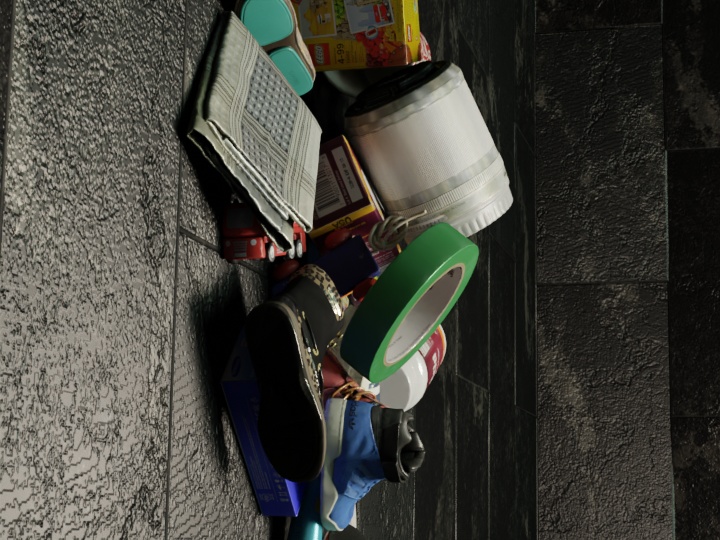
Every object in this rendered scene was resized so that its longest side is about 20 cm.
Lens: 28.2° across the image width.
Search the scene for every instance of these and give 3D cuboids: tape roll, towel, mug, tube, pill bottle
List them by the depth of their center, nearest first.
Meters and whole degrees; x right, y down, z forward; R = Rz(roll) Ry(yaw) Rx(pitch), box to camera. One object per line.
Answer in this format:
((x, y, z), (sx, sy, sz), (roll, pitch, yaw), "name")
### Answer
((-0.102, -0.146, 1.492), (0.193, 0.034, 0.201), (53, 33, -38), "towel")
((-0.066, 0.313, 1.624), (0.077, 0.050, 0.201), (147, -47, -62), "tube")
((0.058, 0.038, 1.661), (0.201, 0.048, 0.201), (-47, 163, -19), "tape roll")
((0.028, -0.313, 1.919), (0.200, 0.132, 0.179), (-12, 101, -78), "mug")
((0.044, 0.127, 1.945), (0.200, 0.113, 0.115), (-47, 133, -68), "pill bottle")

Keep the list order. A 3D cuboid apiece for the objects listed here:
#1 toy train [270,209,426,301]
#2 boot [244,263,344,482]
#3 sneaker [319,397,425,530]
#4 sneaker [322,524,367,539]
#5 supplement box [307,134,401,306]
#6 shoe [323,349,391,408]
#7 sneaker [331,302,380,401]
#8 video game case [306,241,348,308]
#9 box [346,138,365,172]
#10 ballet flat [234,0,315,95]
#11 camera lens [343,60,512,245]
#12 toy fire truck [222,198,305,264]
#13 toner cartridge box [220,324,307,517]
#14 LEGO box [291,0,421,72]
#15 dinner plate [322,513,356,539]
((0.000, 0.000, 1.664), (0.085, 0.199, 0.116), (60, 2, 15), "toy train")
((-0.060, 0.102, 1.494), (0.151, 0.073, 0.201), (-56, 137, -63), "boot")
((0.014, 0.222, 1.582), (0.077, 0.110, 0.201), (-79, 173, -49), "sneaker")
((-0.039, 0.387, 1.691), (0.108, 0.067, 0.202), (-55, -166, 19), "sneaker")
((-0.014, -0.057, 1.738), (0.200, 0.085, 0.111), (59, 8, -60), "supplement box")
((-0.011, 0.152, 1.658), (0.071, 0.091, 0.201), (-40, 105, -34), "shoe")
((-0.002, 0.132, 1.792), (0.085, 0.074, 0.201), (60, 42, -56), "sneaker")
((-0.047, 0.083, 1.800), (0.143, 0.018, 0.201), (56, 36, -62), "video game case")
((0.047, -0.140, 1.934), (0.158, 0.048, 0.200), (-43, 152, -5), "box")
((-0.100, -0.270, 1.586), (0.200, 0.068, 0.068), (71, 3, -60), "ballet flat")
((0.082, -0.145, 1.760), (0.201, 0.159, 0.160), (63, 22, -14), "camera lens")
((-0.098, -0.083, 1.570), (0.200, 0.048, 0.142), (-10, 97, -73), "toy fire truck")
((-0.098, 0.164, 1.554), (0.095, 0.043, 0.201), (-73, 156, -51), "toner cartridge box")
((-0.012, -0.345, 1.731), (0.077, 0.148, 0.202), (-33, 119, -72), "LEGO box")
((-0.033, 0.324, 1.813), (0.200, 0.024, 0.202), (-1, 90, -76), "dinner plate")
